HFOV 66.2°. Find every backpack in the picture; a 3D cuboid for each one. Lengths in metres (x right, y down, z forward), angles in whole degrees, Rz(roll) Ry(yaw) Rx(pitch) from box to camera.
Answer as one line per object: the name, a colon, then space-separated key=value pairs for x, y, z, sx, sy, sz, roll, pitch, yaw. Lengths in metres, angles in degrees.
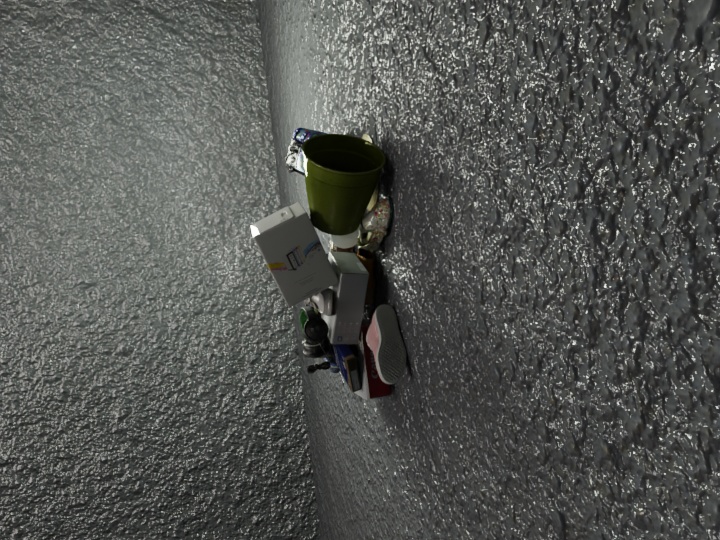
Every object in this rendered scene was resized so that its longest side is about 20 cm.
backpack: x=-0.099 y=-0.317 z=1.578 sx=0.200 sy=0.181 sz=0.136 roll=37 pitch=117 yaw=53

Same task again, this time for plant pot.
plant pot: x=-0.052 y=-0.199 z=1.344 sx=0.201 sy=0.198 sz=0.195 roll=-113 pitch=27 yaw=-48

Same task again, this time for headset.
headset: x=-0.131 y=0.186 z=1.455 sx=0.201 sy=0.093 sz=0.125 roll=-124 pitch=29 yaw=-43

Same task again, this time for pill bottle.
pill bottle: x=-0.063 y=-0.161 z=1.622 sx=0.201 sy=0.113 sz=0.115 roll=-114 pitch=21 yaw=-49

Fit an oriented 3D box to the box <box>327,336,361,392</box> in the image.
box: x=-0.055 y=0.229 z=1.537 sx=0.200 sy=0.032 sz=0.122 roll=-127 pitch=23 yaw=-53

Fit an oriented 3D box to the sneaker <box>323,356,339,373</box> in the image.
sneaker: x=-0.104 y=0.236 z=1.720 sx=0.201 sy=0.076 sz=0.086 roll=-112 pitch=17 yaw=-44

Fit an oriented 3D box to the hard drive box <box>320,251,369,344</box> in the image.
hard drive box: x=-0.046 y=0.071 z=1.472 sx=0.156 sy=0.076 sz=0.203 roll=-123 pitch=39 yaw=-62

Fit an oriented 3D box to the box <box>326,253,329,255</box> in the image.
box: x=-0.097 y=0.074 z=1.689 sx=0.158 sy=0.050 sz=0.202 roll=-116 pitch=28 yaw=-49

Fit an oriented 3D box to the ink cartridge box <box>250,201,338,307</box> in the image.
ink cartridge box: x=-0.170 y=-0.044 z=1.392 sx=0.202 sy=0.143 sz=0.147 roll=66 pitch=173 yaw=-21

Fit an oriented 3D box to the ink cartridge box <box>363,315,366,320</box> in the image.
ink cartridge box: x=-0.036 y=0.191 z=1.746 sx=0.200 sy=0.083 sz=0.147 roll=-123 pitch=29 yaw=-60

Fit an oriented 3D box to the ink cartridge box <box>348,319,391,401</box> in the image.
ink cartridge box: x=0.025 y=0.246 z=1.534 sx=0.175 sy=0.083 sz=0.203 roll=176 pitch=87 yaw=-74

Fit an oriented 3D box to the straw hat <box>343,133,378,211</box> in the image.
straw hat: x=-0.020 y=-0.254 z=1.460 sx=0.201 sy=0.084 sz=0.204 roll=173 pitch=90 yaw=-75

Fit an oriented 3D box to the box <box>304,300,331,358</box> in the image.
box: x=-0.125 y=0.151 z=1.602 sx=0.110 sy=0.034 sz=0.203 roll=69 pitch=-172 yaw=-79

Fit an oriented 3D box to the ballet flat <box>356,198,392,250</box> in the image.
ballet flat: x=0.031 y=-0.106 z=1.377 sx=0.201 sy=0.063 sz=0.076 roll=108 pitch=150 yaw=-59

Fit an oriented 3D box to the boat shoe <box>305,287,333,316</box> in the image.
boat shoe: x=-0.119 y=0.071 z=1.464 sx=0.200 sy=0.068 sz=0.072 roll=-140 pitch=56 yaw=-69

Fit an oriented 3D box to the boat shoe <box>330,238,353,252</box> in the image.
boat shoe: x=-0.058 y=-0.100 z=1.723 sx=0.075 sy=0.074 sz=0.205 roll=122 pitch=140 yaw=-59

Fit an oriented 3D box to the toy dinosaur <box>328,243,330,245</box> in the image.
toy dinosaur: x=-0.091 y=0.032 z=1.989 sx=0.201 sy=0.104 sz=0.183 roll=-58 pitch=-37 yaw=-48

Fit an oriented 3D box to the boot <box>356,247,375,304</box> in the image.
boot: x=0.000 y=0.000 z=1.573 sx=0.201 sy=0.070 sz=0.146 roll=-141 pitch=52 yaw=-66

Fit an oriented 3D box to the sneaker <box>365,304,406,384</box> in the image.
sneaker: x=0.061 y=0.197 z=1.378 sx=0.105 sy=0.074 sz=0.203 roll=115 pitch=153 yaw=-57
